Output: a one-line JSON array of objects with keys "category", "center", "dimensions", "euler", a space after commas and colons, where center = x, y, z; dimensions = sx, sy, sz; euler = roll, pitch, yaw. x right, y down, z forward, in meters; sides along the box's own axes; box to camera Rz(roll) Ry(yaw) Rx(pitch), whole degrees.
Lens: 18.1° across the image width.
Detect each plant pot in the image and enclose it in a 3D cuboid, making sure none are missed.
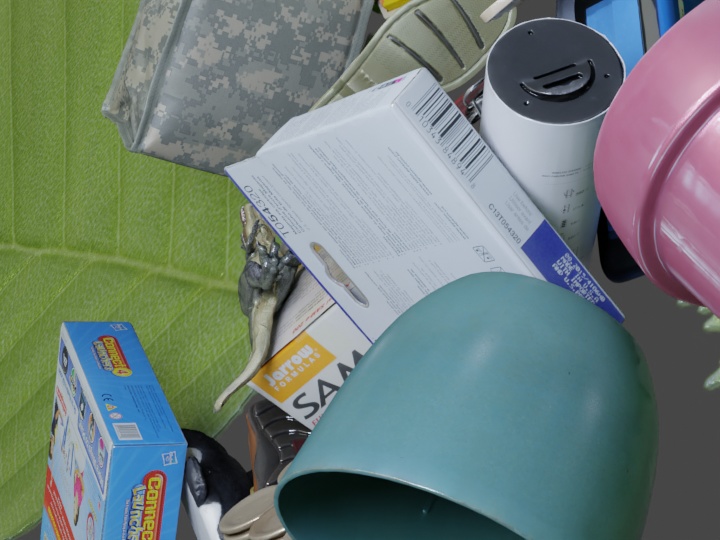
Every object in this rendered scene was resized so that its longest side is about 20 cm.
[{"category": "plant pot", "center": [0.074, 0.099, 1.263], "dimensions": [0.201, 0.201, 0.161], "euler": [-17, 41, 53]}, {"category": "plant pot", "center": [0.240, -0.026, 1.112], "dimensions": [0.200, 0.200, 0.179], "euler": [-49, 45, 23]}]

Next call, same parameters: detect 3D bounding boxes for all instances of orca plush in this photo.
[{"category": "orca plush", "center": [-0.092, 0.163, 1.640], "dimensions": [0.200, 0.071, 0.105], "euler": [-142, 37, -67]}]

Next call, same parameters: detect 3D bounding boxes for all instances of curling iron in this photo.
[{"category": "curling iron", "center": [0.049, -0.098, 1.637], "dimensions": [0.050, 0.026, 0.200], "euler": [-38, 2, -42]}]

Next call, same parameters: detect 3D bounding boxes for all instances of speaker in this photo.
[{"category": "speaker", "center": [0.108, -0.058, 1.349], "dimensions": [0.200, 0.081, 0.081], "euler": [91, -175, -56]}]

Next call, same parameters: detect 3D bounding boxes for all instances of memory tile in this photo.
[{"category": "memory tile", "center": [0.011, 0.115, 1.416], "dimensions": [0.200, 0.017, 0.153], "euler": [-37, 15, -23]}]

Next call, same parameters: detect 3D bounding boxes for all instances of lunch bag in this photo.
[{"category": "lunch bag", "center": [-0.091, -0.179, 1.768], "dimensions": [0.200, 0.164, 0.118], "euler": [-68, 26, 16]}]

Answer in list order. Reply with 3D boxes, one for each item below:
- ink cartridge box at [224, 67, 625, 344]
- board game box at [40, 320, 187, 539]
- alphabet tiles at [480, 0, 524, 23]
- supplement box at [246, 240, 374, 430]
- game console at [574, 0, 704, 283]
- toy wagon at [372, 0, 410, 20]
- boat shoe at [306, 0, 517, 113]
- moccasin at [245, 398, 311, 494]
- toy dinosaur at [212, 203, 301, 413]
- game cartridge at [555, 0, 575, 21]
[{"category": "ink cartridge box", "center": [0.035, -0.019, 1.366], "dimensions": [0.043, 0.196, 0.200], "euler": [-49, 18, -27]}, {"category": "board game box", "center": [-0.187, 0.168, 1.686], "dimensions": [0.200, 0.056, 0.196], "euler": [-124, 39, -59]}, {"category": "alphabet tiles", "center": [0.163, -0.224, 1.449], "dimensions": [0.196, 0.015, 0.200], "euler": [-39, 1, 19]}, {"category": "supplement box", "center": [0.000, 0.000, 1.558], "dimensions": [0.126, 0.074, 0.200], "euler": [-41, 22, 34]}, {"category": "game console", "center": [0.156, -0.107, 1.327], "dimensions": [0.118, 0.171, 0.200], "euler": [-11, 76, 26]}, {"category": "toy wagon", "center": [0.072, -0.282, 1.763], "dimensions": [0.155, 0.040, 0.200], "euler": [-14, 54, 54]}, {"category": "boat shoe", "center": [0.029, -0.146, 1.669], "dimensions": [0.200, 0.075, 0.068], "euler": [-38, 5, 9]}, {"category": "moccasin", "center": [-0.042, 0.159, 1.522], "dimensions": [0.201, 0.074, 0.078], "euler": [-126, 27, -63]}, {"category": "toy dinosaur", "center": [-0.061, 0.005, 1.512], "dimensions": [0.200, 0.047, 0.088], "euler": [-83, 19, -54]}, {"category": "game cartridge", "center": [0.189, -0.156, 1.429], "dimensions": [0.200, 0.040, 0.133], "euler": [-29, 55, 52]}]
